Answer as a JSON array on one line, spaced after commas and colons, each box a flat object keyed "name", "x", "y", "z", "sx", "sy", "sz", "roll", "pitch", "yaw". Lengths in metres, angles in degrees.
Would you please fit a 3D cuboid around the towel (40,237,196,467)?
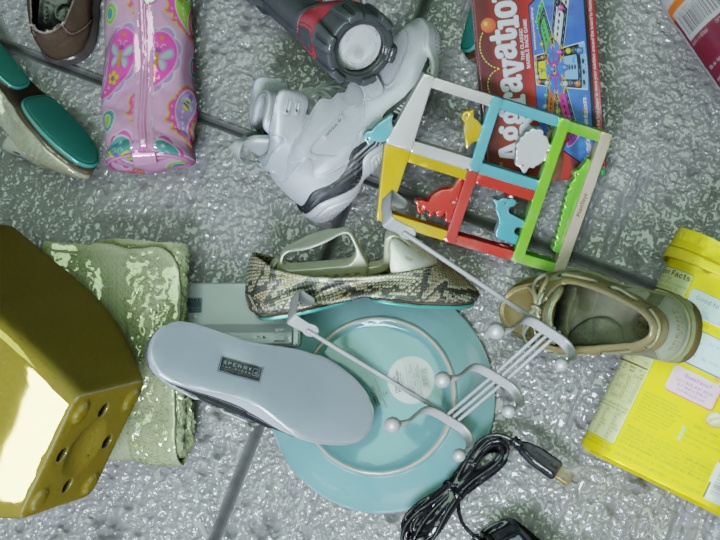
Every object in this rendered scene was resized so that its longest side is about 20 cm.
[{"name": "towel", "x": -0.217, "y": 0.072, "z": 1.432, "sx": 0.148, "sy": 0.036, "sz": 0.200, "roll": -1, "pitch": 89, "yaw": 12}]

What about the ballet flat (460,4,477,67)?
[{"name": "ballet flat", "x": 0.140, "y": -0.267, "z": 1.430, "sx": 0.064, "sy": 0.076, "sz": 0.200, "roll": 16, "pitch": 90, "yaw": -22}]

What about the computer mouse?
[{"name": "computer mouse", "x": 0.145, "y": 0.232, "z": 1.377, "sx": 0.200, "sy": 0.046, "sz": 0.140, "roll": 38, "pitch": 86, "yaw": 15}]

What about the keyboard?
[{"name": "keyboard", "x": -0.150, "y": 0.039, "z": 1.446, "sx": 0.200, "sy": 0.011, "sz": 0.056, "roll": 0, "pitch": 78, "yaw": 11}]

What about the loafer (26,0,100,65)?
[{"name": "loafer", "x": -0.265, "y": -0.289, "z": 1.473, "sx": 0.073, "sy": 0.071, "sz": 0.200, "roll": -4, "pitch": 83, "yaw": 7}]

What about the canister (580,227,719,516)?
[{"name": "canister", "x": 0.285, "y": 0.086, "z": 1.352, "sx": 0.148, "sy": 0.087, "sz": 0.200, "roll": 26, "pitch": 89, "yaw": 10}]

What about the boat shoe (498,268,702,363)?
[{"name": "boat shoe", "x": 0.181, "y": 0.037, "z": 1.333, "sx": 0.201, "sy": 0.063, "sz": 0.073, "roll": 13, "pitch": 94, "yaw": 49}]

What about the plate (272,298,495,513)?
[{"name": "plate", "x": 0.016, "y": 0.108, "z": 1.414, "sx": 0.200, "sy": 0.026, "sz": 0.200, "roll": -1, "pitch": 83, "yaw": 8}]

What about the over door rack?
[{"name": "over door rack", "x": 0.051, "y": 0.056, "z": 1.317, "sx": 0.200, "sy": 0.067, "sz": 0.148, "roll": 39, "pitch": 124, "yaw": -9}]

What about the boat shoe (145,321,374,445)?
[{"name": "boat shoe", "x": -0.087, "y": 0.100, "z": 1.386, "sx": 0.199, "sy": 0.068, "sz": 0.074, "roll": 15, "pitch": 76, "yaw": -8}]

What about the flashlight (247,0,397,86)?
[{"name": "flashlight", "x": -0.038, "y": -0.221, "z": 1.388, "sx": 0.068, "sy": 0.068, "sz": 0.200, "roll": -49, "pitch": 37, "yaw": 7}]

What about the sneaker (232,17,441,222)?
[{"name": "sneaker", "x": -0.020, "y": -0.148, "z": 1.400, "sx": 0.115, "sy": 0.075, "sz": 0.200, "roll": 33, "pitch": 92, "yaw": -28}]

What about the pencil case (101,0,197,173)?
[{"name": "pencil case", "x": -0.187, "y": -0.186, "z": 1.445, "sx": 0.087, "sy": 0.087, "sz": 0.200, "roll": -2, "pitch": 84, "yaw": 7}]

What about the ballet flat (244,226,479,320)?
[{"name": "ballet flat", "x": 0.000, "y": 0.000, "z": 1.389, "sx": 0.200, "sy": 0.068, "sz": 0.075, "roll": -3, "pitch": 104, "yaw": 3}]

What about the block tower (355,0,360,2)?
[{"name": "block tower", "x": -0.045, "y": -0.329, "z": 1.458, "sx": 0.058, "sy": 0.054, "sz": 0.200, "roll": -31, "pitch": 81, "yaw": 4}]

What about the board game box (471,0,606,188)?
[{"name": "board game box", "x": 0.150, "y": -0.173, "z": 1.388, "sx": 0.103, "sy": 0.019, "sz": 0.200, "roll": -7, "pitch": 106, "yaw": 1}]

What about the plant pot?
[{"name": "plant pot", "x": -0.300, "y": 0.097, "z": 1.341, "sx": 0.200, "sy": 0.194, "sz": 0.196, "roll": 32, "pitch": 103, "yaw": 17}]

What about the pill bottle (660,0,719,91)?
[{"name": "pill bottle", "x": 0.349, "y": -0.177, "z": 1.360, "sx": 0.114, "sy": 0.114, "sz": 0.200, "roll": -33, "pitch": 81, "yaw": 3}]

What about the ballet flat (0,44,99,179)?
[{"name": "ballet flat", "x": -0.310, "y": -0.142, "z": 1.477, "sx": 0.200, "sy": 0.067, "sz": 0.062, "roll": 48, "pitch": 119, "yaw": 13}]

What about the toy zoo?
[{"name": "toy zoo", "x": 0.097, "y": -0.085, "z": 1.387, "sx": 0.200, "sy": 0.020, "sz": 0.131, "roll": 16, "pitch": 102, "yaw": -5}]
